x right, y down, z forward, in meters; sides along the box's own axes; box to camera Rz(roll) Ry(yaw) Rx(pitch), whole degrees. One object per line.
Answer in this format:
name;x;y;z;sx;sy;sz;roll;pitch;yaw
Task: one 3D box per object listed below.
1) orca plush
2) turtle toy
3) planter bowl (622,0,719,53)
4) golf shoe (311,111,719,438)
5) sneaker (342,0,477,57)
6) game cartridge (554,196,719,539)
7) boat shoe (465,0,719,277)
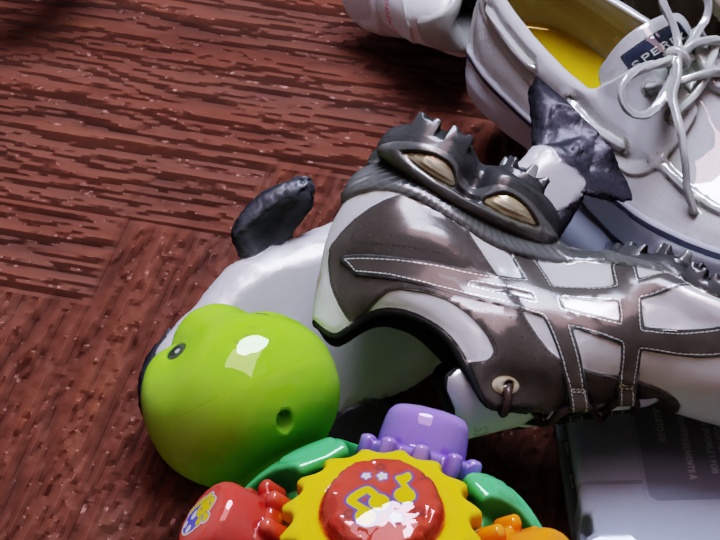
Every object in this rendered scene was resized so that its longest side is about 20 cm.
orca plush;0.000;0.000;0.878;0.200;0.105;0.071;-46;12;-9
turtle toy;-0.006;0.093;0.756;0.145;0.101;0.200;-23;47;-24
planter bowl;0.188;-0.127;0.950;0.135;0.200;0.200;-39;52;-7
golf shoe;0.076;0.030;0.807;0.199;0.078;0.095;27;77;9
sneaker;0.096;-0.140;1.025;0.199;0.078;0.099;-28;39;-15
game cartridge;0.137;0.045;0.859;0.133;0.041;0.201;-4;43;1
boat shoe;0.116;-0.069;0.895;0.074;0.086;0.202;-24;47;-25
